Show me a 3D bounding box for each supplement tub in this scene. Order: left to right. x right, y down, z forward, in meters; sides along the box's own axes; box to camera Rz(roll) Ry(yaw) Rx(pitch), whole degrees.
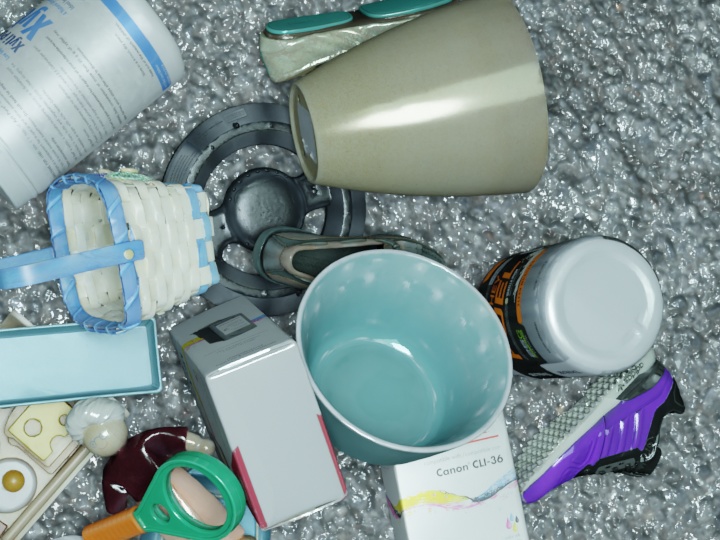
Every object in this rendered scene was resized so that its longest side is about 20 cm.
[{"bbox_3d":[-0.268,-0.166,1.342,0.200,0.132,0.132,-41,95,-12],"label":"supplement tub"},{"bbox_3d":[0.180,0.038,1.380,0.122,0.200,0.123,2,83,-18],"label":"supplement tub"}]

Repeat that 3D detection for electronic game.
[{"bbox_3d":[-0.091,-0.057,1.415,0.199,0.042,0.201,-1,93,-17],"label":"electronic game"}]

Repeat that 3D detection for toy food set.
[{"bbox_3d":[-0.323,0.156,1.346,0.143,0.060,0.200,42,80,-6],"label":"toy food set"}]

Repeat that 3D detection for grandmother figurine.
[{"bbox_3d":[-0.179,0.187,1.332,0.121,0.061,0.200,-45,96,-1],"label":"grandmother figurine"}]

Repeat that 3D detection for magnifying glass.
[{"bbox_3d":[-0.172,0.206,1.286,0.080,0.200,0.022,57,39,-8],"label":"magnifying glass"}]

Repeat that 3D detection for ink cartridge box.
[{"bbox_3d":[-0.092,0.119,1.311,0.085,0.200,0.148,-23,104,-12],"label":"ink cartridge box"},{"bbox_3d":[0.084,0.199,1.422,0.116,0.067,0.201,-12,89,-11],"label":"ink cartridge box"}]

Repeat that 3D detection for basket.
[{"bbox_3d":[-0.237,-0.013,1.290,0.199,0.176,0.140,-19,101,-33],"label":"basket"}]

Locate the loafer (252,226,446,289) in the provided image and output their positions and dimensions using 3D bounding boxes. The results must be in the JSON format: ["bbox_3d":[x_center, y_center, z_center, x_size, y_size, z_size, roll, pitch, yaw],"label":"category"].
[{"bbox_3d":[0.000,0.000,1.395,0.199,0.063,0.072,5,95,-29],"label":"loafer"}]

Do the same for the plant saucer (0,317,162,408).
[{"bbox_3d":[-0.278,0.084,1.339,0.199,0.019,0.070,-4,82,-18],"label":"plant saucer"}]

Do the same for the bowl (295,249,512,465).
[{"bbox_3d":[0.026,0.092,1.344,0.200,0.105,0.202,9,55,-14],"label":"bowl"}]

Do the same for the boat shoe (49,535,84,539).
[{"bbox_3d":[-0.290,0.276,1.314,0.199,0.065,0.074,2,102,-33],"label":"boat shoe"}]

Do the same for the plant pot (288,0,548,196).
[{"bbox_3d":[0.042,-0.144,1.370,0.199,0.187,0.188,-12,89,-14],"label":"plant pot"}]

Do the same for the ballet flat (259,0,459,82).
[{"bbox_3d":[0.000,-0.222,1.445,0.199,0.068,0.063,-12,117,-8],"label":"ballet flat"}]

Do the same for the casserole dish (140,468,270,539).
[{"bbox_3d":[-0.144,0.279,1.386,0.120,0.039,0.201,7,84,-11],"label":"casserole dish"}]

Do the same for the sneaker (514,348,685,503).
[{"bbox_3d":[0.238,0.170,1.454,0.200,0.070,0.100,-42,97,-10],"label":"sneaker"}]
